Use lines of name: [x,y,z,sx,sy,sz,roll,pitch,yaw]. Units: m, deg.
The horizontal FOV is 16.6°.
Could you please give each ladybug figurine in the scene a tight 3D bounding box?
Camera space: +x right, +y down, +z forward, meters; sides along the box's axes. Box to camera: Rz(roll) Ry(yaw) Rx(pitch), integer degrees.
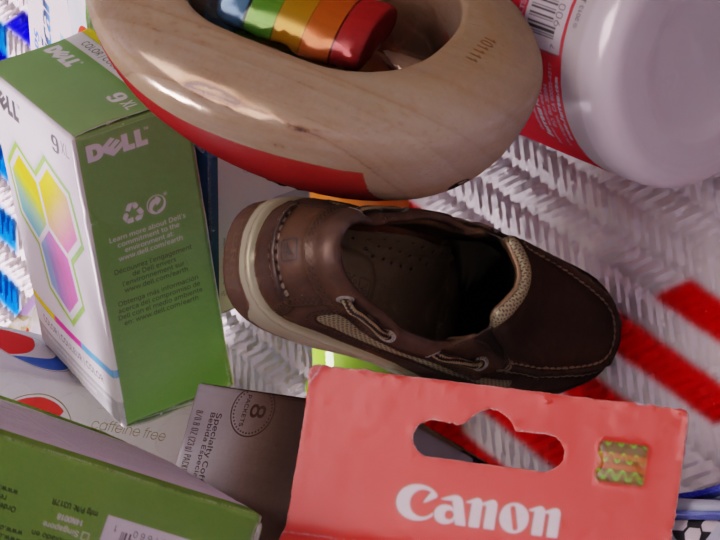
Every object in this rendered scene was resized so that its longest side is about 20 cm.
ladybug figurine: [-0.023,-0.086,0.993,0.199,0.136,0.072,25,137,20]

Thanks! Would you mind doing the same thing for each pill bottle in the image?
pill bottle: [0.079,-0.114,1.062,0.200,0.112,0.113,28,100,48]

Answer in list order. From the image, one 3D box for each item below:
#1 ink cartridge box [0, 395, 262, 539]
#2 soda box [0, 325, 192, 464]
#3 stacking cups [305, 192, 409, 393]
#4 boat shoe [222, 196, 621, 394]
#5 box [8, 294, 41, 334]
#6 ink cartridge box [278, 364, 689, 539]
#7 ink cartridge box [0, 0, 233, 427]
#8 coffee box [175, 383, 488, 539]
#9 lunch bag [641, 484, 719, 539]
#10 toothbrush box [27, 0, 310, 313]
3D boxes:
ink cartridge box: [-0.147,0.094,1.003,0.200,0.147,0.076,16,86,66]
soda box: [-0.149,0.073,1.197,0.064,0.199,0.068,36,106,46]
stacking cups: [0.000,0.000,1.092,0.060,0.060,0.201,28,129,48]
boat shoe: [0.043,0.014,0.998,0.075,0.202,0.075,-9,76,48]
box: [-0.151,0.029,1.289,0.200,0.041,0.039,-46,53,45]
ink cartridge box: [0.033,0.138,0.933,0.161,0.050,0.201,6,79,18]
ink cartridge box: [-0.117,-0.043,1.116,0.104,0.059,0.201,38,141,53]
coffee box: [-0.032,0.158,1.030,0.114,0.080,0.201,7,75,35]
lunch bag: [0.120,0.162,0.971,0.199,0.075,0.161,-4,73,47]
toothbrush box: [-0.083,-0.101,1.178,0.200,0.085,0.147,51,151,39]
